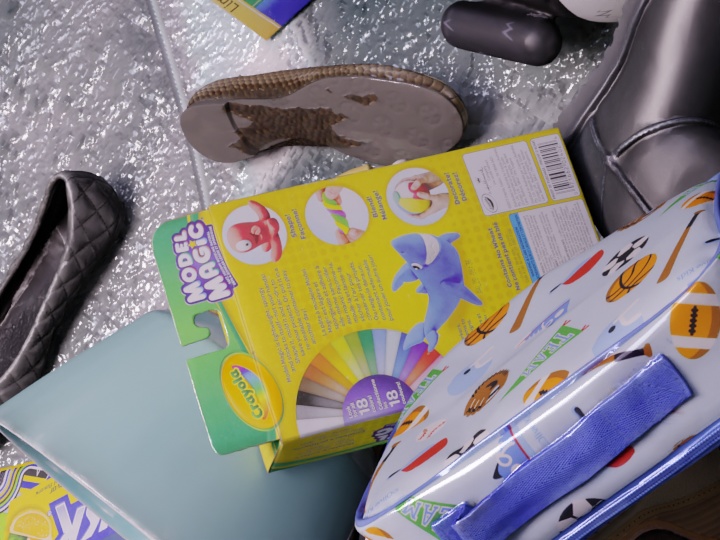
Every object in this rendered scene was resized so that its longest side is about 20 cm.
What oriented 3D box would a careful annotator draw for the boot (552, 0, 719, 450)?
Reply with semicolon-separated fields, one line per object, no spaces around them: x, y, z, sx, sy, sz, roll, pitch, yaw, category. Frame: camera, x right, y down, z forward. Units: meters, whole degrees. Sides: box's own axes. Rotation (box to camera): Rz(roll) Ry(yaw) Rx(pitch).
0.169;-0.037;1.001;0.165;0.065;0.201;-62;37;33;boot

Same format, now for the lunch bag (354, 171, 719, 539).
0.088;0.053;0.904;0.200;0.076;0.160;-40;9;18;lunch bag

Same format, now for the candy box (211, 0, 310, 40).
-0.046;-0.252;1.320;0.200;0.169;0.077;-39;49;19;candy box

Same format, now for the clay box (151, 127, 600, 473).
0.012;0.015;1.031;0.198;0.048;0.116;-13;70;-15;clay box

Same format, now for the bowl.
-0.068;0.093;1.094;0.200;0.201;0.105;31;77;41;bowl

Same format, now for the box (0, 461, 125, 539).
-0.143;0.141;1.303;0.199;0.064;0.071;-14;64;32;box

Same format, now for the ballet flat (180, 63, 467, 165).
-0.019;-0.094;1.314;0.199;0.068;0.046;-2;38;40;ballet flat

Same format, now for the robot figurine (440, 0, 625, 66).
0.093;-0.203;1.221;0.199;0.151;0.125;22;46;41;robot figurine

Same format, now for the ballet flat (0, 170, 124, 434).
-0.213;0.026;1.407;0.066;0.057;0.201;30;91;42;ballet flat

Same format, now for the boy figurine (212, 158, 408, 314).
0.000;0.000;1.173;0.198;0.064;0.125;9;75;-4;boy figurine

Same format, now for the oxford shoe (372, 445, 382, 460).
-0.013;0.087;1.200;0.084;0.073;0.201;-35;83;14;oxford shoe

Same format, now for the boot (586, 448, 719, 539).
0.134;0.174;0.963;0.072;0.199;0.167;-27;91;48;boot

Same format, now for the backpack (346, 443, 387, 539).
0.051;0.167;1.049;0.126;0.167;0.201;10;72;20;backpack
